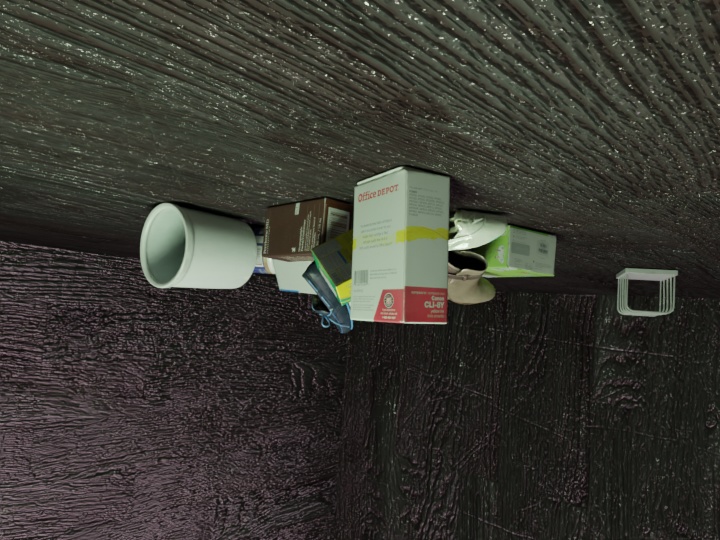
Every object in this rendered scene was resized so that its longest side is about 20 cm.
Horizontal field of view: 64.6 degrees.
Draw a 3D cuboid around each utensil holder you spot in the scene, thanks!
[{"bbox_3d":[-0.348,-0.044,1.241,0.166,0.175,0.198,1,176,35],"label":"utensil holder"}]

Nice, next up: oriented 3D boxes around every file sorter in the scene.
[{"bbox_3d":[0.846,0.067,1.697,0.135,0.128,0.200,2,175,18],"label":"file sorter"}]

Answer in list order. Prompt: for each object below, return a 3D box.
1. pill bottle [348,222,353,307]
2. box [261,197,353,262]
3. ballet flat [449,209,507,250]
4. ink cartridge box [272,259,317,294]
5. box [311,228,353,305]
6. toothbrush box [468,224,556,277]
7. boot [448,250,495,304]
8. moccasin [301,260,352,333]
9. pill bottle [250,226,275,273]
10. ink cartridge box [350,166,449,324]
[{"bbox_3d":[0.000,0.000,1.160,0.107,0.203,0.110,-18,-151,11],"label":"pill bottle"},{"bbox_3d":[-0.103,-0.073,1.073,0.074,0.103,0.197,9,173,-39],"label":"box"},{"bbox_3d":[0.159,-0.071,1.011,0.195,0.071,0.069,-13,170,21],"label":"ballet flat"},{"bbox_3d":[-0.078,-0.023,1.294,0.144,0.087,0.198,1,-159,46],"label":"ink cartridge box"},{"bbox_3d":[0.028,-0.033,0.948,0.197,0.049,0.118,-28,-138,-10],"label":"box"},{"bbox_3d":[0.292,-0.036,1.213,0.142,0.089,0.198,8,173,-30],"label":"toothbrush box"},{"bbox_3d":[0.209,0.010,1.121,0.195,0.072,0.146,10,160,-15],"label":"boot"},{"bbox_3d":[-0.073,0.057,1.162,0.067,0.203,0.080,-33,-141,-15],"label":"moccasin"},{"bbox_3d":[-0.290,-0.053,1.418,0.194,0.114,0.111,4,175,13],"label":"pill bottle"},{"bbox_3d":[0.055,-0.030,0.814,0.081,0.206,0.144,3,177,-29],"label":"ink cartridge box"}]
